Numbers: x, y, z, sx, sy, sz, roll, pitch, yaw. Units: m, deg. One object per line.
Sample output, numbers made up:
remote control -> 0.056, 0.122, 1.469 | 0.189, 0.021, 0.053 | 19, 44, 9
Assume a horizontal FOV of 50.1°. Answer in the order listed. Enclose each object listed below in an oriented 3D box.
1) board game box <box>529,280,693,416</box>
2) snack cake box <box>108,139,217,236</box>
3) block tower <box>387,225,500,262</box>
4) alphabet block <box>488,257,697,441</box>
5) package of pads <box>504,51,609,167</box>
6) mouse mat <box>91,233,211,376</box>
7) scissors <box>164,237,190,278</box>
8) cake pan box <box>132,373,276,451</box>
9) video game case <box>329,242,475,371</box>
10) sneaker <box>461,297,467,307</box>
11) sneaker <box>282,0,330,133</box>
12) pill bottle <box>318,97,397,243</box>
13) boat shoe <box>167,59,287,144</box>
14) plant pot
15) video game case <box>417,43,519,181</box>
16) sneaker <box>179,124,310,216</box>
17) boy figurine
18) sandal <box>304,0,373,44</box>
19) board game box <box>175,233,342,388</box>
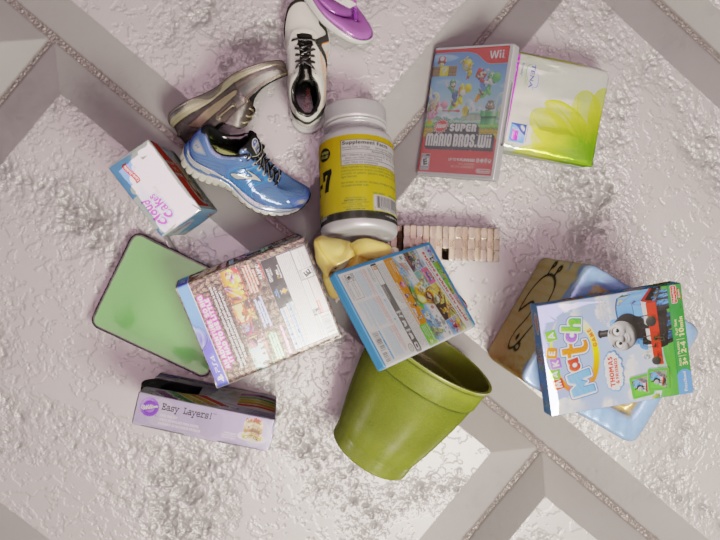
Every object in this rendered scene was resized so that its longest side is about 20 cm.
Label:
board game box -> 0.337, 0.104, 1.037 | 0.199, 0.037, 0.152 | -9, 94, -3
snack cake box -> -0.272, -0.112, 1.094 | 0.067, 0.200, 0.115 | -35, 95, -1
block tower -> 0.122, -0.043, 1.202 | 0.199, 0.058, 0.054 | 1, 93, -6
alphabet block -> 0.337, 0.109, 1.155 | 0.196, 0.200, 0.196 | 32, 89, -6
package of pads -> 0.274, -0.253, 1.197 | 0.199, 0.068, 0.155 | 10, 93, -6
mouse mat -> -0.292, 0.054, 1.186 | 0.200, 0.008, 0.161 | 27, 91, -7
scissors -> -0.264, 0.034, 1.195 | 0.073, 0.014, 0.200 | -41, 97, 0
cake pan box -> -0.223, 0.202, 1.124 | 0.199, 0.184, 0.052 | 12, 88, -4
video game case -> 0.063, 0.044, 1.075 | 0.200, 0.018, 0.143 | -18, 75, -43
sneaker -> 0.094, 0.073, 1.155 | 0.074, 0.200, 0.087 | -48, 51, 29
sneaker -> -0.078, -0.312, 1.161 | 0.073, 0.080, 0.201 | -5, 92, -2
pill bottle -> -0.005, -0.143, 1.140 | 0.114, 0.114, 0.201 | -1, 76, -5
boat shoe -> -0.189, -0.246, 1.152 | 0.200, 0.075, 0.073 | -25, 100, 16
plant pot -> 0.061, 0.200, 1.155 | 0.200, 0.200, 0.193 | 30, 102, -5
video game case -> 0.160, -0.238, 1.166 | 0.017, 0.143, 0.201 | 6, 93, -49
sneaker -> -0.160, -0.150, 1.137 | 0.200, 0.079, 0.089 | 24, 130, -20
boy figurine -> 0.000, 0.000, 1.127 | 0.124, 0.200, 0.065 | -34, 57, 10
sandal -> -0.050, -0.425, 1.154 | 0.203, 0.050, 0.082 | 49, 52, -4
board game box -> -0.151, 0.056, 1.150 | 0.199, 0.097, 0.160 | -21, 99, -8
